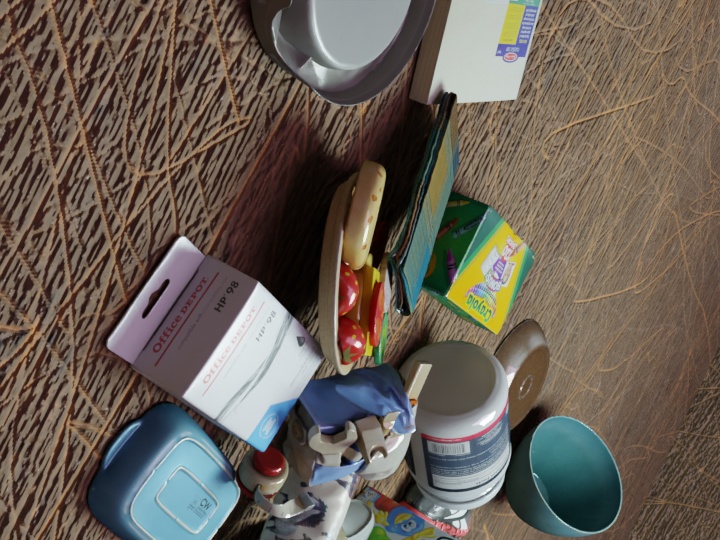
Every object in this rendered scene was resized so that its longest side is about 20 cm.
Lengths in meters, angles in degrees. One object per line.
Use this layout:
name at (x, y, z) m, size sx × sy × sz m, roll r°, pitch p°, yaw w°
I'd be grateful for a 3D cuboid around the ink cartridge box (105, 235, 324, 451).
ink cartridge box at (-0.118, 0.069, 0.855) m, size 0.116 × 0.067 × 0.200 m, roll -57°, pitch 149°, yaw -12°

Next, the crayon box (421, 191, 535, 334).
crayon box at (0.142, -0.005, 1.216) m, size 0.119 × 0.058 × 0.200 m, roll -63°, pitch 150°, yaw -4°

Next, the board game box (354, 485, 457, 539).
board game box at (0.058, 0.379, 1.223) m, size 0.103 × 0.200 × 0.105 m, roll -38°, pitch 140°, yaw -38°

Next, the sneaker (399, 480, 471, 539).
sneaker at (0.123, 0.333, 1.418) m, size 0.098 × 0.071 × 0.200 m, roll -62°, pitch 148°, yaw -1°

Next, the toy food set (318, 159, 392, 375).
toy food set at (0.000, 0.000, 0.939) m, size 0.198 × 0.048 × 0.201 m, roll 35°, pitch 60°, yaw -80°

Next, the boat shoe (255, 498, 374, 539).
boat shoe at (-0.050, 0.304, 1.126) m, size 0.200 × 0.075 × 0.069 m, roll -19°, pitch 133°, yaw -50°

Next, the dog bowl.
dog bowl at (-0.011, -0.240, 0.806) m, size 0.200 × 0.059 × 0.201 m, roll -37°, pitch 140°, yaw -40°

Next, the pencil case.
pencil case at (-0.065, 0.264, 1.025) m, size 0.078 × 0.089 × 0.201 m, roll 109°, pitch 2°, yaw -66°

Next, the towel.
towel at (0.069, -0.066, 1.023) m, size 0.147 × 0.022 × 0.201 m, roll 77°, pitch 29°, yaw -66°

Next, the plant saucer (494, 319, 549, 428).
plant saucer at (0.244, 0.175, 1.530) m, size 0.200 × 0.037 × 0.201 m, roll -38°, pitch 140°, yaw -40°

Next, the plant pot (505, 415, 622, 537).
plant pot at (0.324, 0.365, 1.674) m, size 0.200 × 0.200 × 0.135 m, roll -32°, pitch 174°, yaw -43°

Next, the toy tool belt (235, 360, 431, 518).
toy tool belt at (-0.022, 0.146, 0.961) m, size 0.199 × 0.125 × 0.123 m, roll -14°, pitch 144°, yaw -39°

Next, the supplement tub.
supplement tub at (0.120, 0.199, 1.249) m, size 0.140 × 0.140 × 0.200 m, roll -45°, pitch 145°, yaw -30°

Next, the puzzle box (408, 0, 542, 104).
puzzle box at (0.129, -0.247, 1.052) m, size 0.200 × 0.025 × 0.134 m, roll -15°, pitch 124°, yaw -53°

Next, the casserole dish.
casserole dish at (-0.170, 0.204, 0.902) m, size 0.121 × 0.039 × 0.200 m, roll -52°, pitch 148°, yaw -20°
